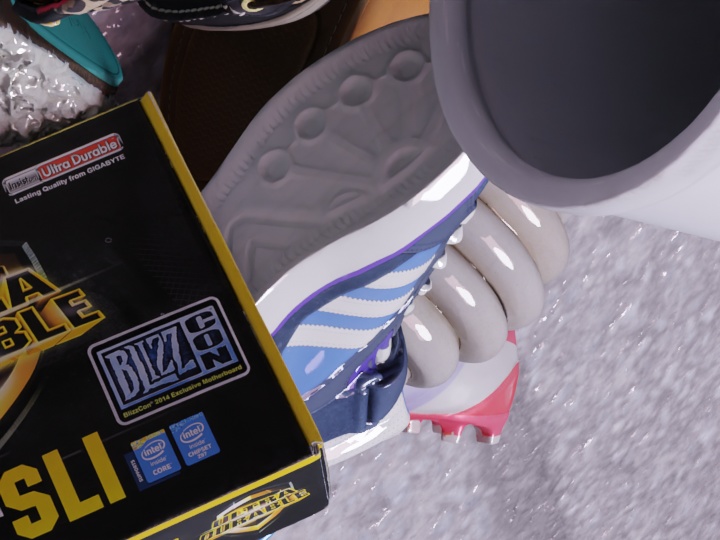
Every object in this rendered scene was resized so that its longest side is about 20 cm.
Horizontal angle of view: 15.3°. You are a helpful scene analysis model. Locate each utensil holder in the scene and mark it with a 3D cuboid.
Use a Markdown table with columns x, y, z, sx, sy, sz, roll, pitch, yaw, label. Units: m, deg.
| x | y | z | sx | sy | sz | roll | pitch | yaw | label |
| --- | --- | --- | --- | --- | --- | --- | --- | --- | --- |
| 0.150 | -0.086 | 0.906 | 0.199 | 0.170 | 0.171 | 13 | 114 | -39 | utensil holder |

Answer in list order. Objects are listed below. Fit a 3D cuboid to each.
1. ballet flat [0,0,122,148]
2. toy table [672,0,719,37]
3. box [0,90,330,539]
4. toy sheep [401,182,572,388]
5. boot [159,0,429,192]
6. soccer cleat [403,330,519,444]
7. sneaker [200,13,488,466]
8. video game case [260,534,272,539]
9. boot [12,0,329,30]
| x | y | z | sx | sy | sz | roll | pitch | yaw | label |
| --- | --- | --- | --- | --- | --- | --- | --- | --- | --- |
| -0.143 | -0.091 | 0.898 | 0.072 | 0.072 | 0.200 | -47 | 150 | -4 | ballet flat |
| 0.161 | -0.142 | 1.068 | 0.183 | 0.117 | 0.201 | -36 | 123 | -19 | toy table |
| -0.130 | 0.047 | 0.915 | 0.199 | 0.160 | 0.049 | -23 | 153 | -8 | box |
| 0.022 | -0.013 | 1.140 | 0.201 | 0.137 | 0.138 | -56 | 152 | -14 | toy sheep |
| 0.012 | -0.110 | 1.076 | 0.154 | 0.074 | 0.201 | -2 | 128 | -57 | boot |
| 0.007 | 0.039 | 1.255 | 0.199 | 0.066 | 0.077 | 10 | 86 | -51 | soccer cleat |
| 0.000 | 0.000 | 1.031 | 0.200 | 0.081 | 0.146 | -42 | 149 | 2 | sneaker |
| -0.122 | 0.135 | 1.083 | 0.143 | 0.200 | 0.018 | -41 | 105 | -16 | video game case |
| -0.060 | -0.118 | 0.895 | 0.150 | 0.199 | 0.074 | -12 | 93 | -38 | boot |
